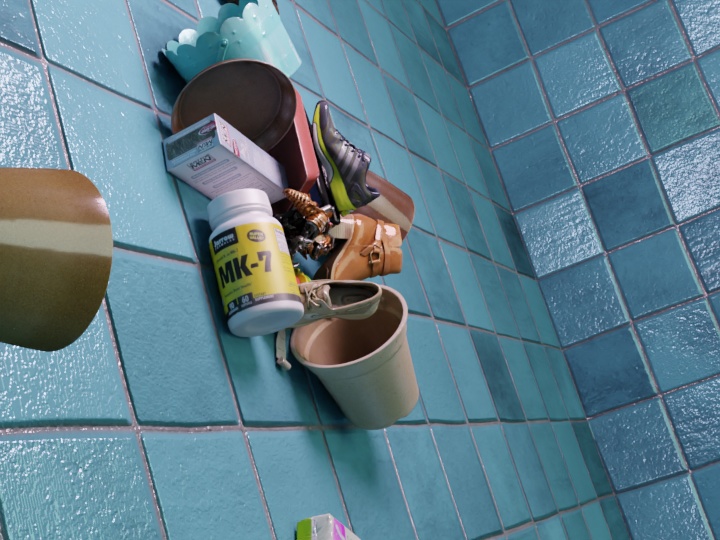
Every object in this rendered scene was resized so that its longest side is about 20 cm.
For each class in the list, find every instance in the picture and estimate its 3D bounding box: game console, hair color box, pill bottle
[{"bbox_3d":[-0.111,-0.165,1.831,0.116,0.176,0.200,15,53,-47],"label":"game console"},{"bbox_3d":[-0.205,-0.158,1.656,0.200,0.099,0.061,34,37,-57],"label":"hair color box"},{"bbox_3d":[-0.161,-0.012,1.588,0.114,0.114,0.200,24,46,-62],"label":"pill bottle"}]

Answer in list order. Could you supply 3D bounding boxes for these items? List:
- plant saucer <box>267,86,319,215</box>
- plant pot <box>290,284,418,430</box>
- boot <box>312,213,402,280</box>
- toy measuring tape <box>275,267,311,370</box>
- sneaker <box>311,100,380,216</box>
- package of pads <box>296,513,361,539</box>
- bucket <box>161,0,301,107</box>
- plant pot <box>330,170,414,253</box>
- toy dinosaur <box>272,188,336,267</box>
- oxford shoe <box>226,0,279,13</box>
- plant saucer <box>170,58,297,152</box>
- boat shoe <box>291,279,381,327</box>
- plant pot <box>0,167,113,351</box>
[{"bbox_3d":[-0.125,-0.185,1.778,0.037,0.200,0.200,-1,63,-25],"label":"plant saucer"},{"bbox_3d":[0.010,0.156,1.766,0.201,0.200,0.184,-85,156,-53],"label":"plant pot"},{"bbox_3d":[0.000,0.000,1.884,0.155,0.074,0.200,6,89,-28],"label":"boot"},{"bbox_3d":[-0.102,0.068,1.717,0.074,0.074,0.200,49,26,-40],"label":"toy measuring tape"},{"bbox_3d":[-0.027,-0.194,1.789,0.074,0.081,0.200,-90,161,-67],"label":"sneaker"},{"bbox_3d":[-0.025,0.461,1.489,0.155,0.068,0.200,49,27,-39],"label":"package of pads"},{"bbox_3d":[-0.204,-0.350,1.730,0.135,0.207,0.207,59,21,-21],"label":"bucket"},{"bbox_3d":[-0.033,-0.127,1.979,0.200,0.187,0.187,40,31,-33],"label":"plant pot"},{"bbox_3d":[-0.100,-0.072,1.713,0.102,0.136,0.200,38,-17,47],"label":"toy dinosaur"},{"bbox_3d":[-0.204,-0.514,2.087,0.200,0.073,0.084,3,67,-68],"label":"oxford shoe"},{"bbox_3d":[-0.197,-0.250,1.646,0.200,0.200,0.035,42,17,-49],"label":"plant saucer"},{"bbox_3d":[-0.066,0.044,1.672,0.065,0.200,0.072,113,-27,-61],"label":"boat shoe"},{"bbox_3d":[-0.371,-0.022,1.007,0.200,0.186,0.187,11,57,-51],"label":"plant pot"}]
